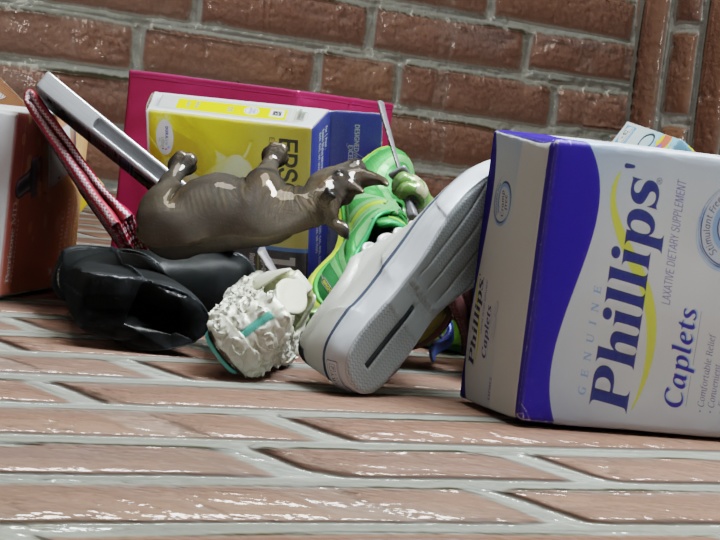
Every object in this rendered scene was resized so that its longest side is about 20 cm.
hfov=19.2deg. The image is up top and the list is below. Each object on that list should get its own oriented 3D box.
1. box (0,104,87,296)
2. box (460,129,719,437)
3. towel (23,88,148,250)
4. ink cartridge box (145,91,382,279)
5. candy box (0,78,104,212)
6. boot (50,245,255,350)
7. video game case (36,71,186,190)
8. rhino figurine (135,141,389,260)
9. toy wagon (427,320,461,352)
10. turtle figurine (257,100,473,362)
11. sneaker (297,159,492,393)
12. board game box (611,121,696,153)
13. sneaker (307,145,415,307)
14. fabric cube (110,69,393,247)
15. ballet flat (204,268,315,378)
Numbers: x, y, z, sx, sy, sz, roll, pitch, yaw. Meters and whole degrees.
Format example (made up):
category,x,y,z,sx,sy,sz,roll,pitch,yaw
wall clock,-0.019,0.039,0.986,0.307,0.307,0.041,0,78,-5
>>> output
category,x,y,z,sx,sy,sz,roll,pitch,yaw
box,-0.312,-0.063,1.791,0.106,0.154,0.200,8,5,9
box,0.183,0.010,1.406,0.199,0.185,0.105,5,6,-19
towel,-0.211,-0.057,1.743,0.145,0.022,0.200,52,-7,19
ink cartridge box,-0.085,-0.054,1.848,0.198,0.199,0.047,7,35,8
candy box,-0.343,-0.107,1.924,0.200,0.117,0.056,48,-14,-23
boot,-0.139,0.017,1.571,0.164,0.066,0.200,-1,3,-14
video game case,-0.176,-0.084,1.711,0.200,0.018,0.143,39,-5,-5
rhino figurine,-0.073,-0.049,1.548,0.199,0.060,0.088,-6,33,16
toy wagon,0.070,0.041,1.812,0.199,0.040,0.155,9,4,37
turtle figurine,0.000,0.000,1.566,0.143,0.201,0.194,-27,6,5
sneaker,0.031,-0.006,1.430,0.071,0.200,0.073,22,-30,45
board game box,0.251,-0.002,1.562,0.200,0.105,0.103,40,-1,-19
sneaker,0.018,-0.025,1.754,0.083,0.201,0.074,-21,-55,37
fabric cube,-0.103,-0.078,2.042,0.195,0.201,0.200,8,4,29
ballet flat,-0.060,0.031,1.473,0.071,0.072,0.200,7,8,2
